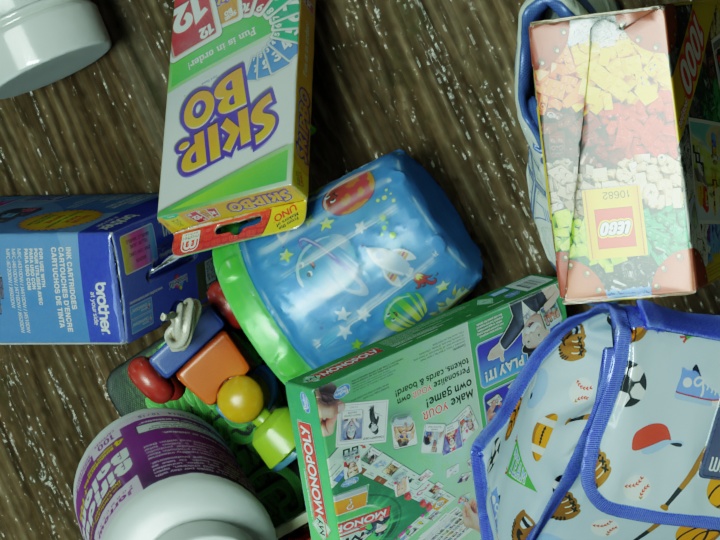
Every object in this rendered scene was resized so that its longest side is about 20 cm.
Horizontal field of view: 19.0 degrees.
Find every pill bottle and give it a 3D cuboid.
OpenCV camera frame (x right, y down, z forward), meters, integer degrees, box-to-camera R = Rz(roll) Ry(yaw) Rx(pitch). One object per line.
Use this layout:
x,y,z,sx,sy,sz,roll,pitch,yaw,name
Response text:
-0.240,-0.219,1.387,0.114,0.114,0.201,-25,88,25,pill bottle
-0.112,0.166,1.327,0.112,0.200,0.113,-4,105,-14,pill bottle

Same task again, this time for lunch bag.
0.172,0.098,1.171,0.169,0.124,0.200,9,137,-18,lunch bag

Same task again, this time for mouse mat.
-0.068,0.121,1.424,0.161,0.008,0.201,-33,84,24,mouse mat

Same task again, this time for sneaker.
0.121,-0.073,1.268,0.075,0.088,0.201,-8,96,22,sneaker

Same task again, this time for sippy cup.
0.000,0.000,1.315,0.130,0.140,0.178,-34,114,14,sippy cup

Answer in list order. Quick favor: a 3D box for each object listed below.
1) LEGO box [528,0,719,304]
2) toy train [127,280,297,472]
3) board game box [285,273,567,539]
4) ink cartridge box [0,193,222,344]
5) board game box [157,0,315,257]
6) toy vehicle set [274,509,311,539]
0.167,-0.071,1.186,0.077,0.200,0.150,-5,96,24,LEGO box
-0.076,0.074,1.313,0.085,0.200,0.116,-44,88,-1,toy train
0.050,0.096,1.257,0.029,0.199,0.135,12,116,48,board game box
-0.180,-0.003,1.382,0.199,0.136,0.077,1,104,23,ink cartridge box
-0.075,-0.107,1.323,0.095,0.030,0.201,-13,60,25,board game box
-0.007,0.208,1.354,0.200,0.026,0.125,-35,86,46,toy vehicle set
